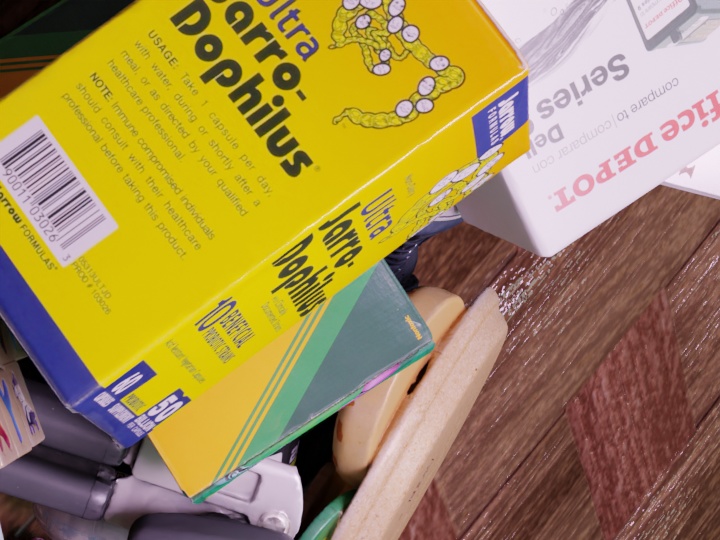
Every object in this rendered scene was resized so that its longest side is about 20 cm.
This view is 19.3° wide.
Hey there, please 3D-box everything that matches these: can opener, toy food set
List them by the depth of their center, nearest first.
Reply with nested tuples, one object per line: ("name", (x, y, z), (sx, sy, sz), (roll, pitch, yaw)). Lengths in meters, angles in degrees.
("can opener", (-0.118, 0.086, 0.898), (0.067, 0.199, 0.054), (-95, -156, -72))
("toy food set", (0.009, 0.092, 1.030), (0.198, 0.049, 0.200), (-62, 173, 13))

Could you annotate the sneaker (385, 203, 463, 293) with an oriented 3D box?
("sneaker", (0.002, 0.001, 1.049), (0.202, 0.077, 0.147), (-94, -154, -81))

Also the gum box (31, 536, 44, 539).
("gum box", (-0.129, 0.214, 1.051), (0.114, 0.066, 0.200), (-53, 145, 1))

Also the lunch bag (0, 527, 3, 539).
("lunch bag", (-0.209, 0.074, 0.744), (0.160, 0.200, 0.077), (-28, 136, 1))

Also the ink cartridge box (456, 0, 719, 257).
("ink cartridge box", (0.080, -0.129, 0.902), (0.146, 0.084, 0.201), (-33, 113, -13))

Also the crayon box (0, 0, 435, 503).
("crayon box", (-0.072, -0.020, 0.870), (0.119, 0.200, 0.058), (-33, 175, -4))

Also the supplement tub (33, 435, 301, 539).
("supplement tub", (-0.080, 0.031, 0.978), (0.122, 0.122, 0.201), (-12, 119, -51))

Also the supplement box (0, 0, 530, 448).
("supplement box", (-0.047, -0.041, 0.782), (0.200, 0.110, 0.109), (-37, 167, -4))

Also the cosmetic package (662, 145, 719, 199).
("cosmetic package", (0.199, -0.107, 1.219), (0.200, 0.084, 0.108), (-111, -143, -75))

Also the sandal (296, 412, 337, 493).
("sandal", (-0.025, 0.117, 1.170), (0.201, 0.048, 0.075), (-58, 145, -11))

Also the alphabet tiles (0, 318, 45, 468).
("alphabet tiles", (-0.160, -0.025, 0.789), (0.166, 0.006, 0.201), (-64, 134, -89))
